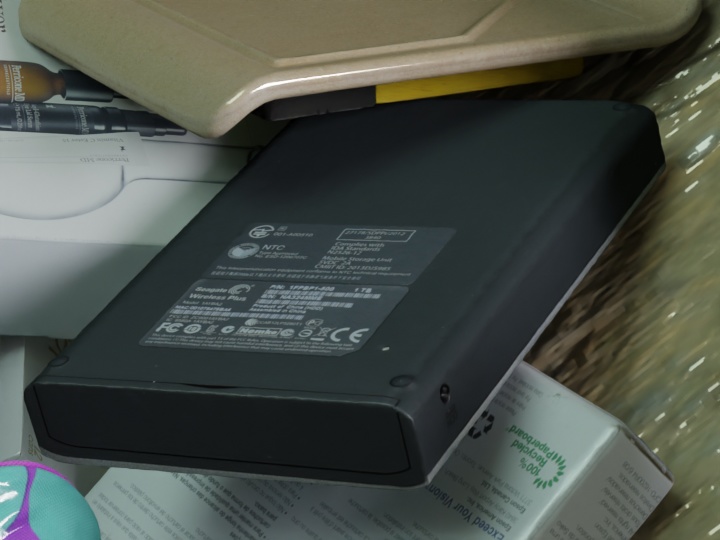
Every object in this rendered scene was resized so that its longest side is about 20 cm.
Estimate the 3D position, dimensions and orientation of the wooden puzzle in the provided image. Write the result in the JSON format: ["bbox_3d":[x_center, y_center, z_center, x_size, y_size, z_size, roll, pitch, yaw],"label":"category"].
[{"bbox_3d":[-0.003,-0.090,1.037,0.200,0.037,0.185,-15,23,-25],"label":"wooden puzzle"}]

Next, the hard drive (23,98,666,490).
[{"bbox_3d":[0.000,0.000,0.923,0.139,0.033,0.200,2,31,29],"label":"hard drive"}]

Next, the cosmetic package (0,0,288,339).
[{"bbox_3d":[-0.106,-0.054,1.070,0.200,0.150,0.052,-105,25,-49],"label":"cosmetic package"}]

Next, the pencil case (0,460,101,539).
[{"bbox_3d":[-0.114,0.158,0.834,0.085,0.092,0.200,-27,48,21],"label":"pencil case"}]

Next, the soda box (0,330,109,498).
[{"bbox_3d":[-0.131,0.033,1.067,0.064,0.068,0.200,-28,37,17],"label":"soda box"}]

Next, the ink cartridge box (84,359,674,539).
[{"bbox_3d":[-0.023,0.100,0.914,0.200,0.043,0.196,-50,35,-5],"label":"ink cartridge box"}]
